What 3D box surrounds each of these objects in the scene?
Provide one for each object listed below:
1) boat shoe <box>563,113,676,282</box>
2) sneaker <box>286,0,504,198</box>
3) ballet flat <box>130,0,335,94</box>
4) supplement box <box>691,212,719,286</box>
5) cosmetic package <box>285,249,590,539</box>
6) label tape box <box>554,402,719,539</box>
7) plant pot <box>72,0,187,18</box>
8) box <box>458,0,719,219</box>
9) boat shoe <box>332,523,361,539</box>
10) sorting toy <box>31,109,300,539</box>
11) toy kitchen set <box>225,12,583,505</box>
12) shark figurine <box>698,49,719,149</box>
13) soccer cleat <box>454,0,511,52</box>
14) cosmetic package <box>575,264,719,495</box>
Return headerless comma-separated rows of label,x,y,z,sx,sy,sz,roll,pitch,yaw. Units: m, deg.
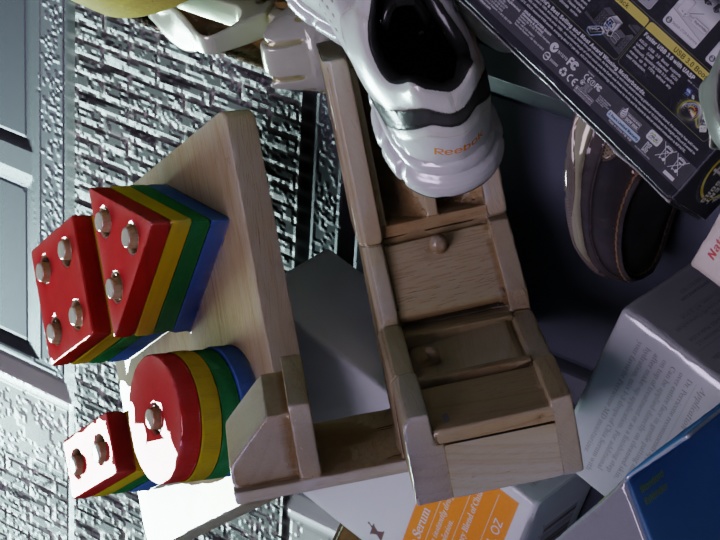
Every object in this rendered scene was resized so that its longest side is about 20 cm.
boat shoe,0.148,-0.077,1.181,0.073,0.074,0.201,26,126,29
sneaker,0.012,-0.133,1.206,0.200,0.073,0.080,58,168,30
ballet flat,-0.051,-0.127,1.323,0.199,0.075,0.068,19,121,32
supplement box,0.263,-0.002,1.118,0.200,0.073,0.126,39,129,18
cosmetic package,0.023,0.090,1.367,0.200,0.071,0.102,36,129,23
label tape box,0.138,0.118,1.113,0.066,0.143,0.200,52,133,8
plant pot,-0.125,-0.216,1.287,0.199,0.200,0.142,5,138,38
box,0.130,-0.147,1.106,0.161,0.049,0.200,-50,61,11
boat shoe,-0.004,0.191,1.353,0.075,0.201,0.074,-17,124,21
sorting toy,-0.111,0.039,1.380,0.199,0.069,0.201,-32,66,58
toy kitchen set,0.000,0.000,1.212,0.162,0.200,0.182,-12,109,-2
shark figurine,0.195,-0.058,1.034,0.090,0.214,0.128,-57,33,-1
soccer cleat,0.041,-0.200,1.222,0.077,0.069,0.201,-16,92,48
cosmetic package,0.203,0.100,1.209,0.200,0.071,0.102,39,130,20
